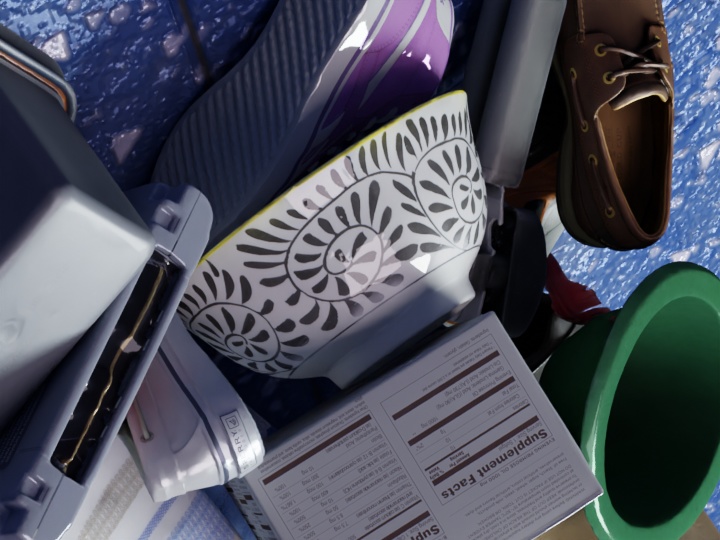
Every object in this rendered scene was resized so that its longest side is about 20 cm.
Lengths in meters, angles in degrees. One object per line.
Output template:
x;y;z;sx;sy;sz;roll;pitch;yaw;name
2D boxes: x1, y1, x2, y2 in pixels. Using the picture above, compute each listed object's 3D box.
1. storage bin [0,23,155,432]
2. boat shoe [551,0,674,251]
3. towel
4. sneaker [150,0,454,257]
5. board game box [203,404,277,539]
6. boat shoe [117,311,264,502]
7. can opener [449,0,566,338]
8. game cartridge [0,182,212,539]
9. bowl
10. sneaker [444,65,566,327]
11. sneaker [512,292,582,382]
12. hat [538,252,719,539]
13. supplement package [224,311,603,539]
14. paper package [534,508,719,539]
-0.195;0.000;1.404;0.200;0.134;0.145;-48;143;7;storage bin
0.146;-0.109;1.619;0.072;0.068;0.201;-8;101;-23;boat shoe
-0.119;0.160;1.544;0.200;0.024;0.147;53;45;-25;towel
-0.021;-0.077;1.549;0.201;0.073;0.114;-51;146;8;sneaker
-0.103;0.176;1.677;0.199;0.043;0.200;-58;138;-10;board game box
-0.118;0.051;1.482;0.067;0.200;0.074;-25;119;-15;boat shoe
0.078;-0.064;1.620;0.066;0.053;0.201;4;101;-35;can opener
-0.153;0.052;1.440;0.041;0.133;0.200;39;62;-29;game cartridge
0.000;0.000;1.545;0.200;0.094;0.201;-36;176;-3;bowl
0.099;-0.048;1.706;0.200;0.076;0.092;-50;174;-9;sneaker
0.060;0.086;1.782;0.200;0.077;0.111;-30;129;2;sneaker
0.106;0.062;1.648;0.200;0.176;0.166;14;89;-57;hat
0.021;0.112;1.551;0.155;0.111;0.200;-31;180;-7;supplement package
0.103;0.228;1.692;0.200;0.104;0.190;-50;159;28;paper package
